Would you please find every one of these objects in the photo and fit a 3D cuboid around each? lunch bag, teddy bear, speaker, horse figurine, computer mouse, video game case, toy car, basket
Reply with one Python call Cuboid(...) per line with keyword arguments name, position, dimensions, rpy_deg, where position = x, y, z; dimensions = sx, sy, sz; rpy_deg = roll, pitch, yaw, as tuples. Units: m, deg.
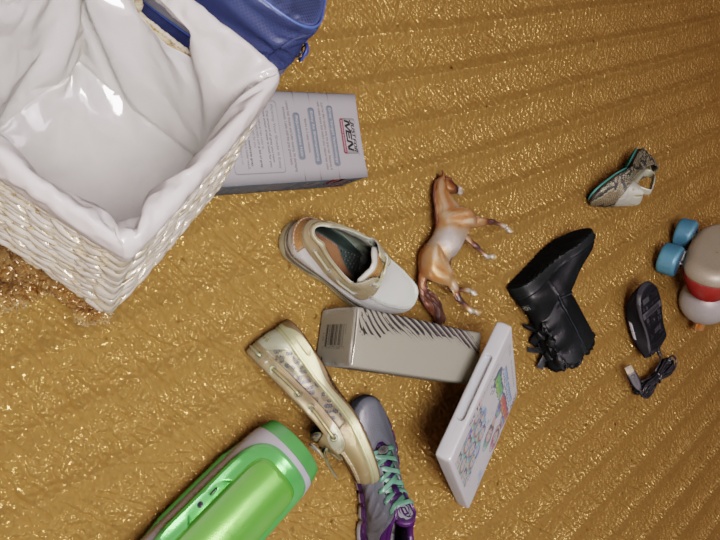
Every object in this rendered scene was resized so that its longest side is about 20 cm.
Cuboid(name="lunch bag", position=(-0.130, -0.283, 0.579), dimensions=(0.199, 0.132, 0.137), rpy_deg=(28, 55, -28))
Cuboid(name="teddy bear", position=(-0.293, -0.026, 0.486), dimensions=(0.198, 0.067, 0.147), rpy_deg=(5, 73, -28))
Cuboid(name="speaker", position=(-0.134, 0.243, 0.550), dimensions=(0.200, 0.088, 0.089), rpy_deg=(-42, 108, -30))
Cuboid(name="horse figurine", position=(0.127, -0.023, 0.775), dimensions=(0.132, 0.050, 0.202), rpy_deg=(31, 74, -15))
Cuboid(name="computer mouse", position=(0.506, 0.129, 1.037), dimensions=(0.140, 0.046, 0.202), rpy_deg=(-33, 109, -28))
Cuboid(name="video game case", position=(0.157, 0.193, 0.735), dimensions=(0.183, 0.023, 0.201), rpy_deg=(-58, 149, -25))
Cuboid(name="toy car", position=(0.696, 0.029, 1.129), dimensions=(0.177, 0.183, 0.202), rpy_deg=(-42, 138, -31))
Cuboid(name="basket", position=(-0.202, -0.111, 0.430), dimensions=(0.197, 0.161, 0.201), rpy_deg=(36, 58, -10))

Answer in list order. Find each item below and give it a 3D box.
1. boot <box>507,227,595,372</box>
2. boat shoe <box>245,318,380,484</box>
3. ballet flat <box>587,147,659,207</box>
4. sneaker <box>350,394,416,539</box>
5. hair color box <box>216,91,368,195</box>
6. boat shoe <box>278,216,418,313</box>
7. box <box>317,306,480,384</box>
Cuboid(name="boot", position=(0.326, 0.049, 0.897), dimensions=(0.198, 0.073, 0.164), rpy_deg=(-37, 104, -24))
Cuboid(name="boat shoe", position=(-0.050, 0.153, 0.622), dimensions=(0.062, 0.073, 0.201), rpy_deg=(-32, 85, -18))
Cuboid(name="ballet flat", position=(0.488, -0.158, 1.026), dimensions=(0.075, 0.068, 0.199), rpy_deg=(41, 54, 18))
Cuboid(name="sneaker", position=(0.035, 0.248, 0.665), dimensions=(0.074, 0.087, 0.203), rpy_deg=(-9, 91, -35))
Cuboid(name="hair color box", position=(-0.093, -0.141, 0.631), dimensions=(0.198, 0.060, 0.101), rpy_deg=(-10, 91, -34))
Cuboid(name="boat shoe", position=(0.000, 0.000, 0.676), dimensions=(0.198, 0.068, 0.076), rpy_deg=(25, 72, -31))
Cuboid(name="box", position=(0.050, 0.095, 0.696), dimensions=(0.198, 0.082, 0.069), rpy_deg=(14, 77, -34))
